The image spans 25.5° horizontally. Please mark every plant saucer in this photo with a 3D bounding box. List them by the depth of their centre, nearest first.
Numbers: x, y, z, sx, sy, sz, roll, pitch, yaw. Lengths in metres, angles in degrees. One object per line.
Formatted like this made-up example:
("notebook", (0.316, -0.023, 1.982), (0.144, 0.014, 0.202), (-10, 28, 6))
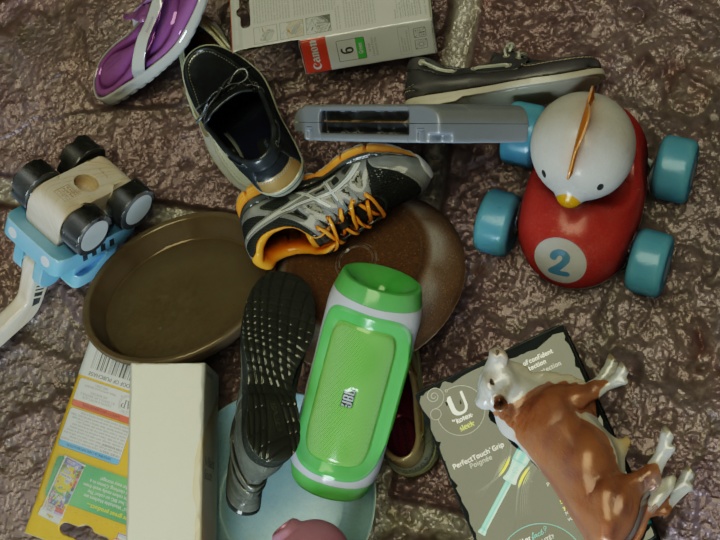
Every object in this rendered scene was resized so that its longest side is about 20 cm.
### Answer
("plant saucer", (0.000, 0.000, 1.506), (0.198, 0.037, 0.202), (-10, 53, 14))
("plant saucer", (-0.078, 0.217, 1.508), (0.198, 0.039, 0.204), (-3, 76, 13))
("plant saucer", (-0.172, 0.022, 1.537), (0.197, 0.030, 0.202), (-11, 43, 11))

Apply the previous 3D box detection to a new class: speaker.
("speaker", (-0.004, 0.100, 1.417), (0.088, 0.088, 0.202), (20, 109, 17))

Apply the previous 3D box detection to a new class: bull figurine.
("bull figurine", (0.184, 0.137, 1.320), (0.121, 0.065, 0.201), (-33, 72, 0))

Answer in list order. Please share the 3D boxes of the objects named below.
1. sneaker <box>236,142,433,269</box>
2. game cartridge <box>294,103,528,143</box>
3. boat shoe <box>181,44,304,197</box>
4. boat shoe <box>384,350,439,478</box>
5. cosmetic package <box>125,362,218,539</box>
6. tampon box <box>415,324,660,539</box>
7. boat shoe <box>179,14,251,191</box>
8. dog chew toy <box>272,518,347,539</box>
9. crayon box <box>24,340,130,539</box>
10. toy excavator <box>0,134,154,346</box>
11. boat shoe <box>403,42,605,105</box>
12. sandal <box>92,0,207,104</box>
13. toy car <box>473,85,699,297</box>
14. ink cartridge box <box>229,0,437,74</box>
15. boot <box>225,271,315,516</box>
("sneaker", (-0.023, -0.056, 1.487), (0.198, 0.078, 0.078), (-19, 51, 20))
("game cartridge", (0.050, -0.134, 1.452), (0.199, 0.132, 0.042), (6, 102, 48))
("boat shoe", (-0.117, -0.153, 1.503), (0.074, 0.062, 0.201), (-37, 55, 6))
("boat shoe", (0.022, 0.094, 1.498), (0.073, 0.066, 0.202), (-25, 72, 6))
("cosmetic package", (-0.171, 0.190, 1.453), (0.072, 0.104, 0.203), (0, 81, 2))
("tampon box", (0.160, 0.178, 1.416), (0.148, 0.126, 0.202), (-24, 72, 5))
("boat shoe", (-0.139, -0.166, 1.596), (0.074, 0.068, 0.202), (-29, 73, 5))
("dog chew toy", (-0.009, 0.306, 1.408), (0.124, 0.125, 0.201), (-37, 92, 2))
("crayon box", (-0.232, 0.178, 1.545), (0.124, 0.052, 0.202), (16, 80, 15))
("toy excavator", (-0.312, -0.006, 1.588), (0.100, 0.201, 0.194), (37, 43, 19))
("boat shoe", (0.136, -0.193, 1.538), (0.197, 0.073, 0.064), (-8, 78, 16))
("sandal", (-0.217, -0.235, 1.589), (0.202, 0.049, 0.083), (-43, 49, 34))
("toy car", (0.197, -0.085, 1.431), (0.182, 0.200, 0.179), (15, 81, 16))
("ink cartridge box", (-0.028, -0.253, 1.572), (0.197, 0.051, 0.110), (-9, 52, 4))
("boot", (-0.094, 0.112, 1.457), (0.067, 0.131, 0.202), (13, 58, -13))
